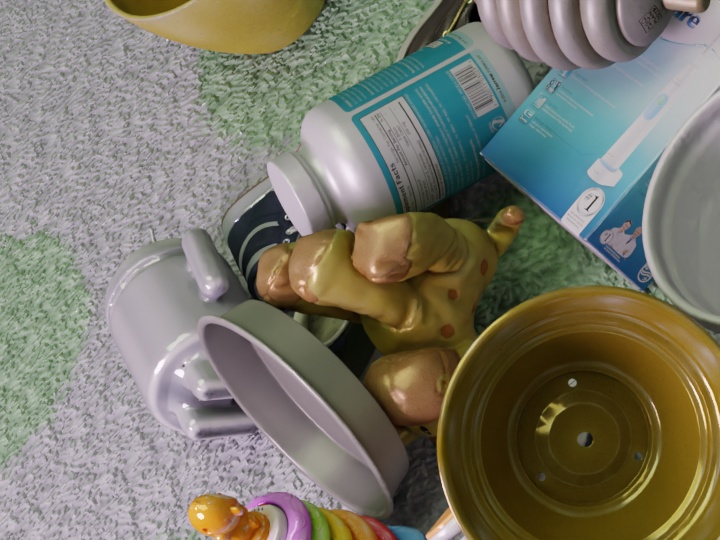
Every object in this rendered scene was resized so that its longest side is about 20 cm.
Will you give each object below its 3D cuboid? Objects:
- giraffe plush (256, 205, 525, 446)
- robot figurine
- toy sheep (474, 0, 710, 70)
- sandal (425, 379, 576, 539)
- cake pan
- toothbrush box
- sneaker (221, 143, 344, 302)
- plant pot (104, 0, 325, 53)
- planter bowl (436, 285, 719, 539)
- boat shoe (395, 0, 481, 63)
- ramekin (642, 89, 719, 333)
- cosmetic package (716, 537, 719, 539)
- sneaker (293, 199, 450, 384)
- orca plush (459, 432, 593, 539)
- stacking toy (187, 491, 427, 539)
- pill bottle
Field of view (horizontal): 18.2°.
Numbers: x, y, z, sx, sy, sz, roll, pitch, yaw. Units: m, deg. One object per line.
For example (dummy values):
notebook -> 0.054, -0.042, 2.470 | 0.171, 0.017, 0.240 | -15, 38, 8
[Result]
giraffe plush -> 0.040, 0.048, 1.625 | 0.172, 0.200, 0.163 | -16, 82, 55
robot figurine -> -0.137, 0.051, 1.807 | 0.200, 0.113, 0.170 | 57, 139, 45
toy sheep -> 0.157, -0.205, 1.589 | 0.200, 0.138, 0.138 | 9, 70, 40
sandal -> 0.099, 0.106, 1.533 | 0.207, 0.059, 0.079 | -42, -1, -39
cake pan -> -0.038, 0.098, 1.640 | 0.037, 0.200, 0.200 | -43, 40, -17
toothbrush box -> 0.208, -0.110, 1.632 | 0.200, 0.085, 0.146 | -51, 41, 3
sneaker -> -0.027, -0.055, 1.810 | 0.200, 0.070, 0.109 | -43, 38, 21
plant pot -> -0.110, -0.269, 1.973 | 0.200, 0.142, 0.200 | -21, 52, 29
planter bowl -> 0.148, 0.110, 1.447 | 0.201, 0.200, 0.083 | -53, -1, 0
boat shoe -> 0.085, -0.184, 1.798 | 0.060, 0.072, 0.202 | 6, 65, 47
ramekin -> 0.297, -0.031, 1.490 | 0.200, 0.105, 0.201 | -22, 50, 29
cosmetic package -> 0.317, 0.158, 1.351 | 0.200, 0.102, 0.074 | -39, 44, 16
sneaker -> 0.000, 0.000, 1.736 | 0.067, 0.090, 0.201 | 6, 67, 46
orca plush -> 0.106, 0.197, 1.530 | 0.200, 0.105, 0.071 | -40, 79, -13
stacking toy -> -0.052, 0.198, 1.571 | 0.116, 0.200, 0.110 | -11, 56, 37
pill bottle -> 0.032, -0.098, 1.702 | 0.200, 0.111, 0.111 | -28, 42, -11
